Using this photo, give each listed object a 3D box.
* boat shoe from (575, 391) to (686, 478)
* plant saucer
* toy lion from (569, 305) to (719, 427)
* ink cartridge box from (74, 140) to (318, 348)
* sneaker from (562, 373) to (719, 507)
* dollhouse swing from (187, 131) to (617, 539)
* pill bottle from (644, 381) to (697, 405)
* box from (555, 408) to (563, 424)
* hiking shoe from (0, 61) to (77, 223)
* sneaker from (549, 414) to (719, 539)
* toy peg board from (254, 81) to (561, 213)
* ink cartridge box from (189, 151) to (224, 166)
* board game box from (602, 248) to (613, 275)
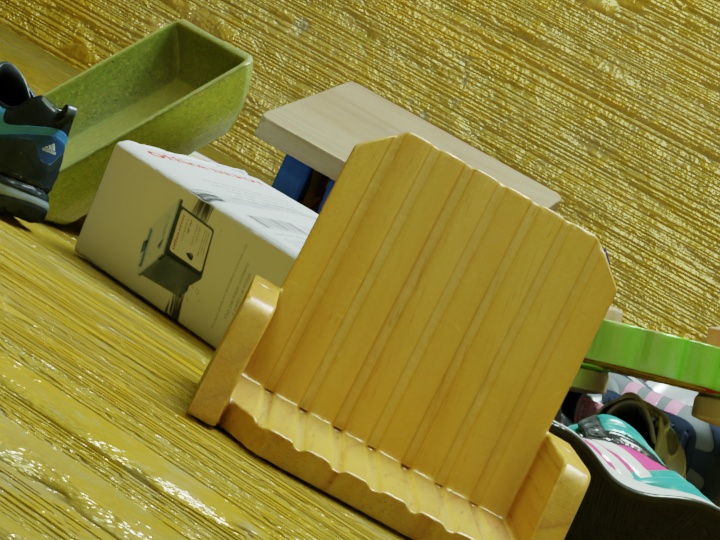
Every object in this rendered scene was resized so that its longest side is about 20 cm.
[{"bbox_3d":[0.177,0.121,1.497,0.070,0.072,0.200,29,20,20],"label":"boat shoe"},{"bbox_3d":[-0.180,-0.102,1.647,0.048,0.199,0.200,63,-11,-22],"label":"plant saucer"},{"bbox_3d":[0.176,0.054,1.525,0.199,0.069,0.191,12,-3,38],"label":"toy lion"},{"bbox_3d":[-0.066,0.000,1.478,0.199,0.087,0.146,29,11,39],"label":"ink cartridge box"},{"bbox_3d":[0.200,0.119,1.641,0.081,0.071,0.200,13,5,-29],"label":"sneaker"},{"bbox_3d":[0.041,0.035,1.189,0.199,0.177,0.182,29,3,-3],"label":"dollhouse swing"},{"bbox_3d":[0.230,0.122,2.004,0.199,0.110,0.109,31,4,35],"label":"pill bottle"},{"bbox_3d":[0.083,0.083,1.603,0.121,0.048,0.200,28,-11,11],"label":"box"},{"bbox_3d":[-0.258,-0.103,1.533,0.199,0.087,0.074,31,5,40],"label":"hiking shoe"},{"bbox_3d":[0.122,0.122,1.347,0.199,0.084,0.121,27,3,-23],"label":"sneaker"},{"bbox_3d":[0.025,-0.045,1.736,0.199,0.098,0.199,29,20,12],"label":"toy peg board"},{"bbox_3d":[-0.120,-0.037,1.714,0.147,0.086,0.200,28,2,-25],"label":"ink cartridge box"},{"bbox_3d":[0.071,0.023,1.639,0.120,0.199,0.033,17,55,-53],"label":"board game box"}]
